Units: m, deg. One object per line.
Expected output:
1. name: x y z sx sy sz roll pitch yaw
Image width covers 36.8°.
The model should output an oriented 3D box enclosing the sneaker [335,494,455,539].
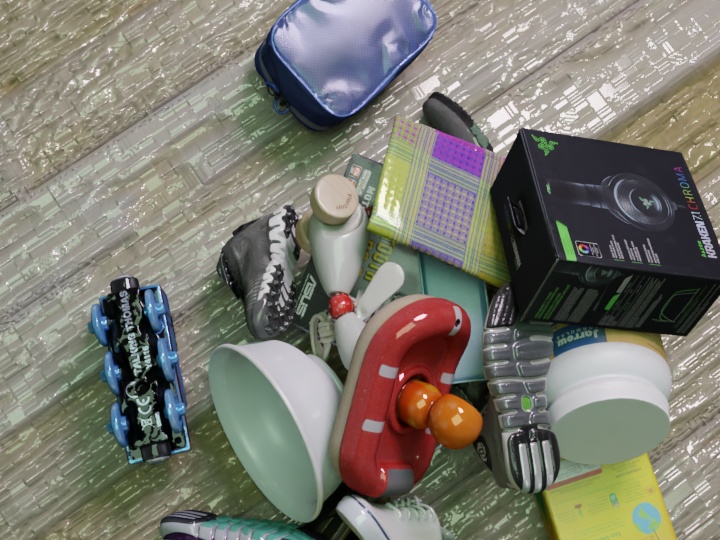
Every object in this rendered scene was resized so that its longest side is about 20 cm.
1. sneaker: 0.039 0.258 1.098 0.071 0.200 0.073 -48 54 -5

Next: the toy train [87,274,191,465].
1. toy train: -0.229 0.107 1.153 0.085 0.114 0.203 -14 78 -2

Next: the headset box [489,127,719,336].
1. headset box: 0.232 -0.039 1.062 0.197 0.093 0.176 7 49 -15

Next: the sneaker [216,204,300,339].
1. sneaker: -0.115 0.008 1.168 0.089 0.067 0.201 -13 37 13

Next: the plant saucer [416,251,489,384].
1. plant saucer: 0.097 0.017 1.134 0.069 0.019 0.204 -6 80 0

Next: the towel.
1. towel: 0.108 -0.064 1.119 0.197 0.023 0.146 21 64 -14

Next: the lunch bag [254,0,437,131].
1. lunch bag: -0.026 -0.251 1.229 0.200 0.132 0.136 -43 98 -11

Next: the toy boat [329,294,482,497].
1. toy boat: 0.061 0.127 1.032 0.130 0.130 0.203 18 95 40

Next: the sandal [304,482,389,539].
1. sandal: 0.007 0.249 1.162 0.055 0.081 0.200 47 72 -15

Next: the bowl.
1. bowl: -0.068 0.151 1.125 0.090 0.201 0.203 -27 79 -28

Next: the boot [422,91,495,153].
1. boot: 0.099 -0.096 1.234 0.131 0.070 0.201 -36 75 -1

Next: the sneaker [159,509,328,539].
1. sneaker: -0.120 0.305 1.124 0.197 0.074 0.089 2 88 27

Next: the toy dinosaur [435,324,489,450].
1. toy dinosaur: 0.121 0.100 1.171 0.076 0.102 0.203 16 82 1

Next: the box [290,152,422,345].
1. box: 0.026 -0.005 1.192 0.156 0.048 0.203 23 91 10

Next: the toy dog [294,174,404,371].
1. toy dog: 0.000 0.000 1.123 0.095 0.132 0.204 -9 92 -21

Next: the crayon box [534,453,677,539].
1. crayon box: 0.258 0.249 1.172 0.125 0.051 0.203 -15 78 -6

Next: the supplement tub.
1. supplement tub: 0.241 0.082 1.126 0.142 0.146 0.202 0 49 -2

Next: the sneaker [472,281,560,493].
1. sneaker: 0.138 0.119 1.072 0.074 0.115 0.204 3 76 -17
